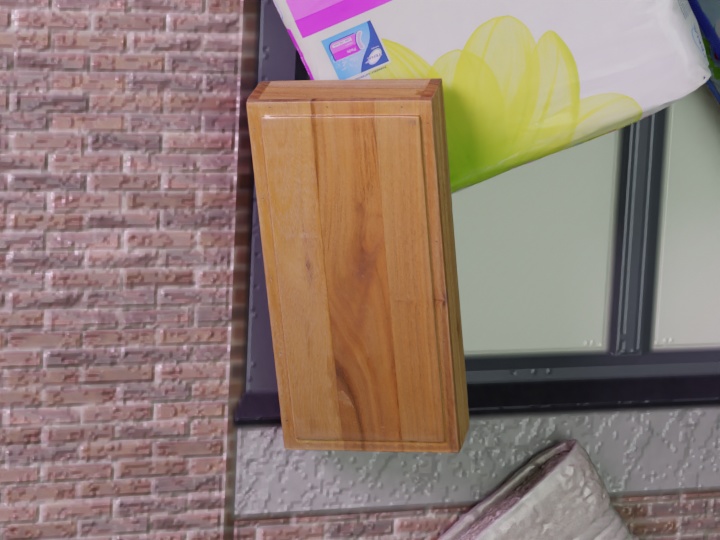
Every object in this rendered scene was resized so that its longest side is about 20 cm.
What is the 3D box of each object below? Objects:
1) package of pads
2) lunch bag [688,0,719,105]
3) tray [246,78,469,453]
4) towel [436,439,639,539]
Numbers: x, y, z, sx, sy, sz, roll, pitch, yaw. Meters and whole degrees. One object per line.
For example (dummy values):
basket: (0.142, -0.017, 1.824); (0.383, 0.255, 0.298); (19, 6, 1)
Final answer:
package of pads: (0.069, -0.130, 1.222); (0.199, 0.068, 0.155); (-23, 108, 10)
lunch bag: (0.266, -0.118, 1.289); (0.082, 0.160, 0.201); (-47, 114, -32)
tray: (0.000, 0.000, 1.226); (0.098, 0.037, 0.201); (0, 115, 13)
towel: (0.082, 0.208, 1.345); (0.200, 0.034, 0.133); (-39, 113, -12)
